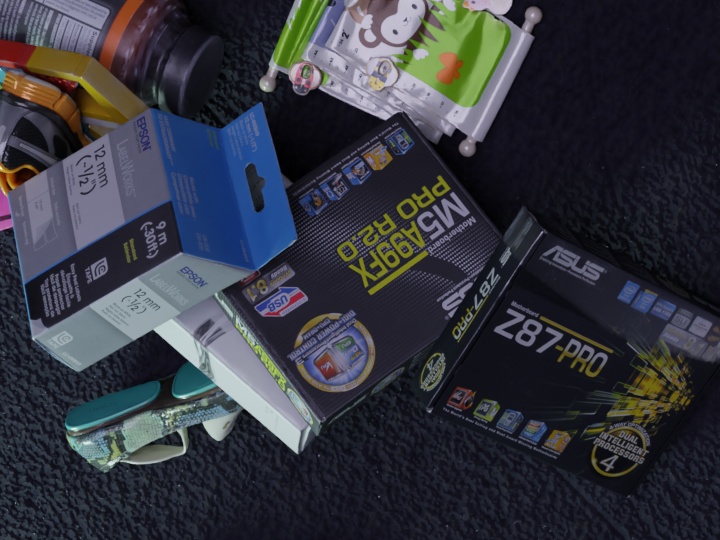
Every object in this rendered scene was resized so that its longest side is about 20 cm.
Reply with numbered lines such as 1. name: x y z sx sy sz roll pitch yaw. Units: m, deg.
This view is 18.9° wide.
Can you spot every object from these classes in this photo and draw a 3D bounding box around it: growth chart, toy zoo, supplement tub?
1. growth chart: 0.032 -0.177 1.674 0.199 0.018 0.146 21 103 13
2. toy zoo: -0.225 -0.130 1.678 0.199 0.131 0.021 13 67 37
3. supplement tub: -0.209 -0.189 1.703 0.199 0.107 0.108 24 104 12

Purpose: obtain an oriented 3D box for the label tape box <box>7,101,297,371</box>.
1. label tape box: -0.154 -0.038 1.577 0.199 0.066 0.144 -30 50 17

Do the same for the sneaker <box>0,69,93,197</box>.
1. sneaker: -0.246 -0.079 1.689 0.078 0.200 0.078 18 71 22

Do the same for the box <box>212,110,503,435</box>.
1. box: 0.000 0.000 1.611 0.199 0.044 0.161 -34 77 -15

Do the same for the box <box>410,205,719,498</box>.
1. box: 0.160 0.064 1.593 0.199 0.049 0.162 26 105 -27

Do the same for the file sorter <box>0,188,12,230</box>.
1. file sorter: -0.386 -0.079 1.765 0.199 0.125 0.140 -16 92 19

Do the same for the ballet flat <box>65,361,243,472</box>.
1. ballet flat: -0.142 0.113 1.752 0.199 0.074 0.075 -20 91 21

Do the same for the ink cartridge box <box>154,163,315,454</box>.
1. ink cartridge box: -0.074 0.018 1.667 0.200 0.086 0.147 41 73 7
